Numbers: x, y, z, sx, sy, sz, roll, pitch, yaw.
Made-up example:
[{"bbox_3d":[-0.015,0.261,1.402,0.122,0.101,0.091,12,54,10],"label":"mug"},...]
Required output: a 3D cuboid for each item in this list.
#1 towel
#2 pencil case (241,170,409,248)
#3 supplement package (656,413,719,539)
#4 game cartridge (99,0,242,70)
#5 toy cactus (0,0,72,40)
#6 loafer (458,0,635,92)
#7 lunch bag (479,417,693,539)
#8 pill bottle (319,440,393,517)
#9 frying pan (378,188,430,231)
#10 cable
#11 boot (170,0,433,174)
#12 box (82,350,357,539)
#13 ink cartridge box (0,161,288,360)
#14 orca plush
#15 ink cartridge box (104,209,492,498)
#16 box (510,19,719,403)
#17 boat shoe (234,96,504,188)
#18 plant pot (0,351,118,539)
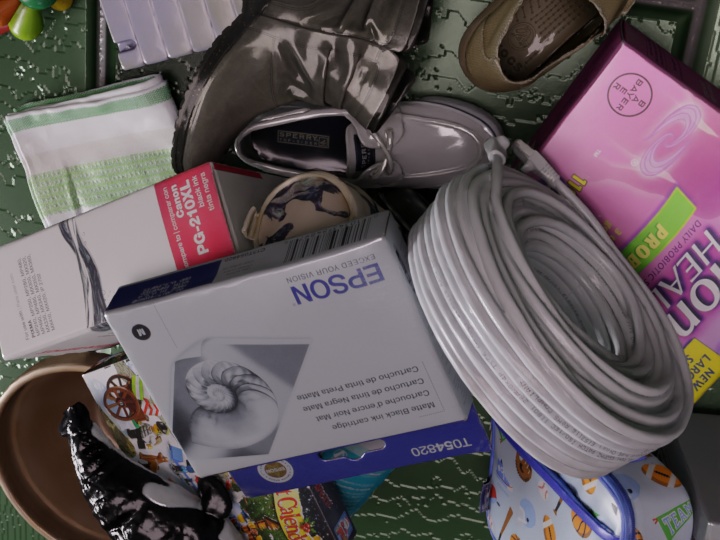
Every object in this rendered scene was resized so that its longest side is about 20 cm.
[{"bbox_3d":[-0.198,-0.049,0.884,0.149,0.031,0.200,-9,109,17],"label":"towel"},{"bbox_3d":[0.000,0.000,0.771,0.089,0.200,0.078,-11,64,25],"label":"pencil case"},{"bbox_3d":[0.299,0.232,0.801,0.151,0.151,0.200,4,113,2],"label":"supplement package"},{"bbox_3d":[-0.145,-0.259,0.787,0.129,0.038,0.200,-11,108,13],"label":"game cartridge"},{"bbox_3d":[-0.238,-0.246,0.771,0.165,0.102,0.200,22,130,23],"label":"toy cactus"},{"bbox_3d":[0.150,-0.190,0.707,0.076,0.067,0.200,34,107,-23],"label":"loafer"},{"bbox_3d":[0.159,0.173,0.805,0.075,0.200,0.161,-8,115,-21],"label":"lunch bag"},{"bbox_3d":[-0.041,0.158,0.884,0.111,0.111,0.200,36,115,-3],"label":"pill bottle"},{"bbox_3d":[0.085,0.006,0.796,0.190,0.115,0.031,44,97,-7],"label":"frying pan"},{"bbox_3d":[0.112,0.027,0.641,0.200,0.200,0.069,47,120,-5],"label":"cable"},{"bbox_3d":[-0.040,-0.129,0.749,0.131,0.068,0.200,30,100,4],"label":"boot"},{"bbox_3d":[-0.106,0.140,0.816,0.136,0.038,0.200,-21,101,22],"label":"box"},{"bbox_3d":[-0.152,-0.004,0.794,0.200,0.145,0.084,-19,83,18],"label":"ink cartridge box"},{"bbox_3d":[-0.156,0.183,0.786,0.105,0.071,0.200,-31,97,24],"label":"orca plush"},{"bbox_3d":[-0.036,0.075,0.703,0.199,0.041,0.200,-16,119,19],"label":"ink cartridge box"},{"bbox_3d":[0.207,-0.040,0.754,0.200,0.097,0.176,35,115,-3],"label":"box"},{"bbox_3d":[0.005,-0.089,0.800,0.200,0.065,0.074,0,111,14],"label":"boat shoe"},{"bbox_3d":[-0.206,0.148,0.927,0.200,0.093,0.201,6,114,13],"label":"plant pot"}]
